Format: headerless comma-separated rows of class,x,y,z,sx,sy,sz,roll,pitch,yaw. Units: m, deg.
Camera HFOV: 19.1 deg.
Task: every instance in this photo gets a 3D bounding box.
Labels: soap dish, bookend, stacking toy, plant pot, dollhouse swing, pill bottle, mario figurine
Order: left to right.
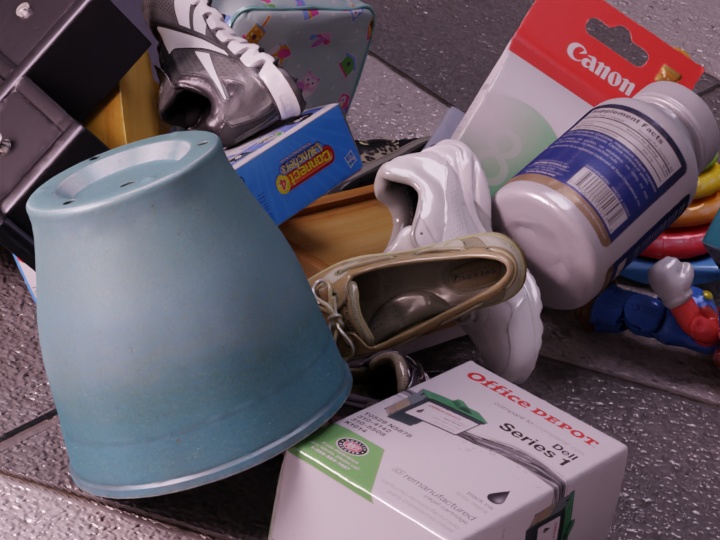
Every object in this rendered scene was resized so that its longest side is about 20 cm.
bookend,-0.227,-0.126,1.555,0.200,0.199,0.092,41,-2,38
dollhouse swing,-0.238,-0.075,1.705,0.199,0.176,0.183,-21,54,14
plant pot,-0.126,0.018,1.403,0.199,0.189,0.200,-16,18,6
soap dish,0.000,0.000,1.695,0.199,0.082,0.157,-16,36,-41
pill bottle,0.195,-0.066,1.683,0.111,0.112,0.200,27,49,30
stacking toy,0.271,-0.098,1.854,0.115,0.201,0.110,1,23,15
mario figurine,0.279,0.028,1.721,0.199,0.107,0.123,15,26,14

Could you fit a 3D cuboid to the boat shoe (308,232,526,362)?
boat shoe,0.021,0.022,1.548,0.199,0.074,0.063,-14,1,12

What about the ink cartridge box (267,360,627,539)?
ink cartridge box,0.061,0.148,1.414,0.146,0.085,0.199,28,31,31

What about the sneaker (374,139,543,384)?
sneaker,0.064,0.000,1.609,0.099,0.078,0.201,-11,66,-33

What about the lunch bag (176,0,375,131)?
lunch bag,-0.088,-0.184,1.951,0.199,0.161,0.077,-8,36,-45

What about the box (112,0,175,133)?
box,-0.226,-0.226,1.886,0.103,0.202,0.182,1,12,-20

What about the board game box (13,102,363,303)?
board game box,-0.132,-0.050,1.629,0.195,0.056,0.200,-9,20,45

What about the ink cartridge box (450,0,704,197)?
ink cartridge box,0.177,-0.123,1.770,0.160,0.201,0.050,32,1,-10

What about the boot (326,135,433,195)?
boot,-0.020,-0.098,1.898,0.153,0.074,0.203,23,27,30

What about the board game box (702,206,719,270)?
board game box,0.390,0.022,1.751,0.199,0.047,0.151,27,-8,29

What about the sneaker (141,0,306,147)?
sneaker,-0.131,-0.157,1.659,0.090,0.067,0.200,-37,48,-13

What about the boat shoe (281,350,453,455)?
boat shoe,0.022,0.091,1.537,0.199,0.065,0.072,-5,28,-31

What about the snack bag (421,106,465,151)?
snack bag,0.129,-0.052,1.836,0.188,0.021,0.200,38,26,-2
